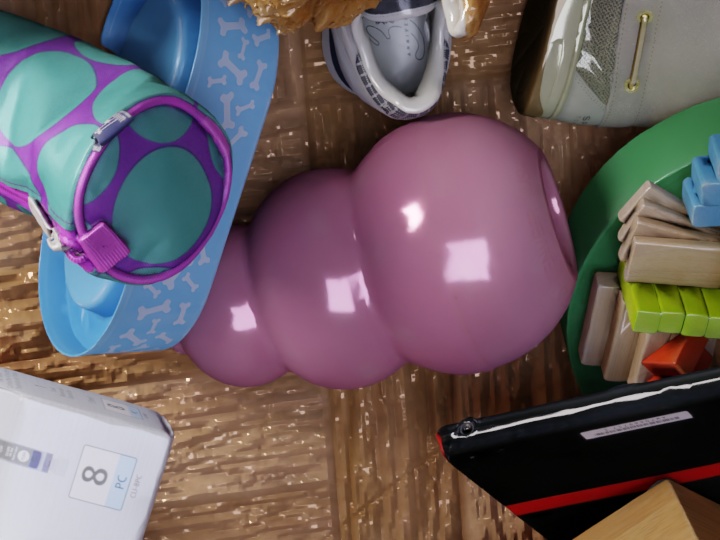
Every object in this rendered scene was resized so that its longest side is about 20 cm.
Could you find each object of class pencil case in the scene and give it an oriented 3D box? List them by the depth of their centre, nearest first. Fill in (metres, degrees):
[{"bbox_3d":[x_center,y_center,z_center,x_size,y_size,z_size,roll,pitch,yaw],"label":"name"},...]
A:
[{"bbox_3d":[-0.151,-0.064,1.180,0.092,0.200,0.085,-40,133,-26],"label":"pencil case"}]

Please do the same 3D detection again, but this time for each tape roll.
[{"bbox_3d":[0.197,0.008,1.312,0.199,0.048,0.201,-2,124,-4],"label":"tape roll"}]

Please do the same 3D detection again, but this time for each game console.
[{"bbox_3d":[0.159,0.088,1.284,0.199,0.031,0.177,-14,150,23],"label":"game console"}]

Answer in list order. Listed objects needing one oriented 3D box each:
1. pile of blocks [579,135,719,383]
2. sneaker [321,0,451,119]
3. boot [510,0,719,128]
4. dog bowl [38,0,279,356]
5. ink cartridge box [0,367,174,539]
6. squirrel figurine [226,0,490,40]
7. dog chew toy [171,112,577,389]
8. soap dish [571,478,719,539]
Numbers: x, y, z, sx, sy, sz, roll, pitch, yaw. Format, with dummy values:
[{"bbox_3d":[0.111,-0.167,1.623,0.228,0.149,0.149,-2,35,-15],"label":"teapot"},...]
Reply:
[{"bbox_3d":[0.172,-0.012,1.219,0.082,0.062,0.200,26,118,-22],"label":"pile of blocks"},{"bbox_3d":[0.011,-0.171,1.241,0.076,0.081,0.201,-12,106,-5],"label":"sneaker"},{"bbox_3d":[0.170,-0.154,1.280,0.154,0.072,0.201,13,108,-13],"label":"boot"},{"bbox_3d":[-0.094,-0.052,1.243,0.049,0.111,0.201,12,103,-29],"label":"dog bowl"},{"bbox_3d":[-0.203,0.119,1.215,0.199,0.047,0.161,16,100,-16],"label":"ink cartridge box"},{"bbox_3d":[0.004,-0.183,1.139,0.186,0.200,0.142,37,64,-3],"label":"squirrel figurine"},{"bbox_3d":[0.000,0.000,1.270,0.199,0.125,0.125,-15,109,11],"label":"dog chew toy"},{"bbox_3d":[0.162,0.189,1.322,0.157,0.082,0.200,-37,137,27],"label":"soap dish"}]
